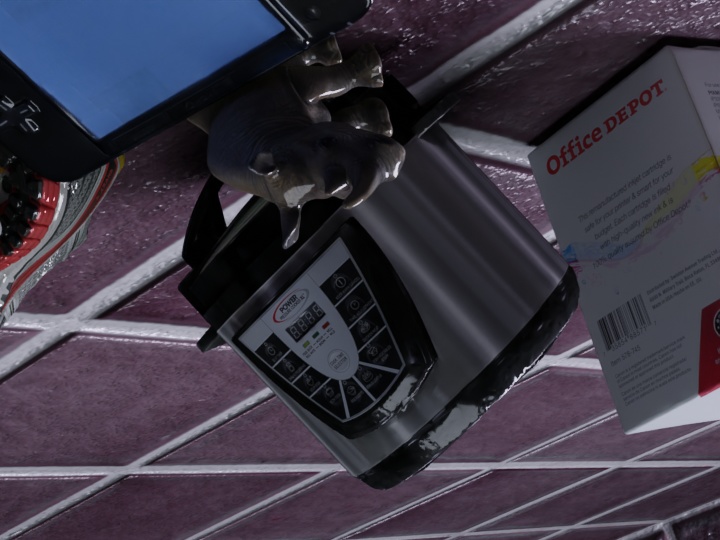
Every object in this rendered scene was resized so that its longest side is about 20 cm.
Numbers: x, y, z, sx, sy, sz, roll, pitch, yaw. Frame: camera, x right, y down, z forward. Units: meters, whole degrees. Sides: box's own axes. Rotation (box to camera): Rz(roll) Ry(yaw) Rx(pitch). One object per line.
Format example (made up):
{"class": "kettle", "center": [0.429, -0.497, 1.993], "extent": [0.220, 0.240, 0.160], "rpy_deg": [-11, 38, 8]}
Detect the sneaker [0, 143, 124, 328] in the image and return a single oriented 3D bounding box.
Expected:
{"class": "sneaker", "center": [-0.188, -0.013, 0.865], "extent": [0.082, 0.078, 0.200], "rpy_deg": [-23, 168, -45]}

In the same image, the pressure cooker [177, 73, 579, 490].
{"class": "pressure cooker", "center": [0.000, 0.000, 0.898], "extent": [0.176, 0.200, 0.179], "rpy_deg": [-43, -179, -21]}

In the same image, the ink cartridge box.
{"class": "ink cartridge box", "center": [0.226, -0.020, 1.012], "extent": [0.144, 0.202, 0.145], "rpy_deg": [-4, 158, -38]}

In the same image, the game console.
{"class": "game console", "center": [-0.121, -0.093, 0.628], "extent": [0.199, 0.117, 0.176], "rpy_deg": [-24, 129, 30]}

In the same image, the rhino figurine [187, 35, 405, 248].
{"class": "rhino figurine", "center": [-0.031, -0.068, 0.722], "extent": [0.087, 0.200, 0.060], "rpy_deg": [-21, 121, -7]}

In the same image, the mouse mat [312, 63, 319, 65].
{"class": "mouse mat", "center": [-0.079, -0.129, 0.758], "extent": [0.159, 0.008, 0.200], "rpy_deg": [-10, 161, -17]}
